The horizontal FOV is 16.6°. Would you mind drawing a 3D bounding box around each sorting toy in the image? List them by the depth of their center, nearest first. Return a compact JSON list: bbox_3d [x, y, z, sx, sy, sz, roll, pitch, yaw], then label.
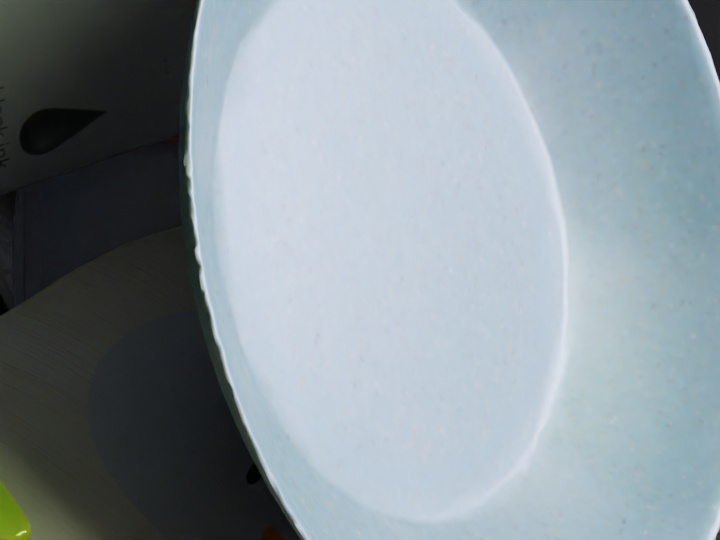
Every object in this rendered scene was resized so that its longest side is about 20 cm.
[{"bbox_3d":[-0.046,0.085,0.517,0.200,0.107,0.180,53,50,-13],"label":"sorting toy"}]

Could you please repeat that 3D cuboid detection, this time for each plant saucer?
[{"bbox_3d":[0.019,-0.009,0.541,0.200,0.038,0.203,15,70,-48],"label":"plant saucer"}]

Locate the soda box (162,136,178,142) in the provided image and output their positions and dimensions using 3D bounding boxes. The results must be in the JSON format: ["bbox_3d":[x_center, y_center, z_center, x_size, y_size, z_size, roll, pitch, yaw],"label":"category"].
[{"bbox_3d":[0.000,0.000,0.792,0.200,0.063,0.070,41,45,-11],"label":"soda box"}]

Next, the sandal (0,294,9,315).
[{"bbox_3d":[-0.118,0.031,0.623,0.080,0.054,0.201,-13,84,-72],"label":"sandal"}]

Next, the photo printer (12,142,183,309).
[{"bbox_3d":[-0.036,0.074,0.644,0.166,0.069,0.202,7,82,-76],"label":"photo printer"}]

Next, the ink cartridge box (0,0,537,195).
[{"bbox_3d":[-0.060,-0.107,0.549,0.084,0.199,0.146,41,-38,45],"label":"ink cartridge box"}]

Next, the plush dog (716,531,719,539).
[{"bbox_3d":[0.127,0.115,0.932,0.172,0.160,0.200,57,-20,21],"label":"plush dog"}]
